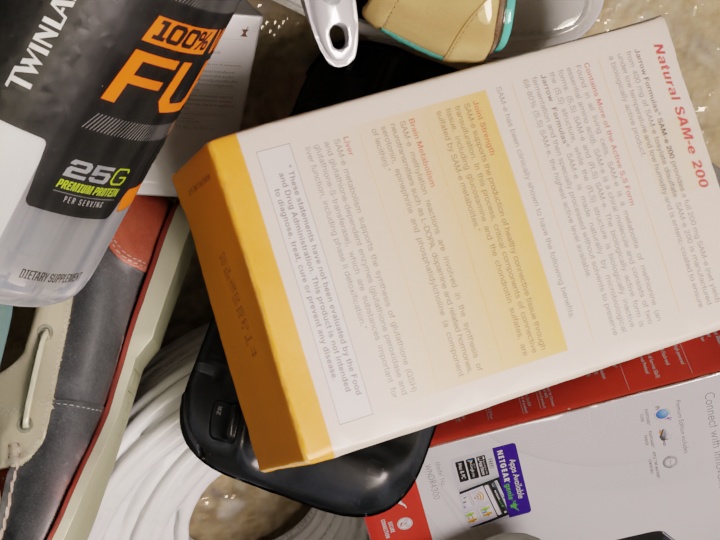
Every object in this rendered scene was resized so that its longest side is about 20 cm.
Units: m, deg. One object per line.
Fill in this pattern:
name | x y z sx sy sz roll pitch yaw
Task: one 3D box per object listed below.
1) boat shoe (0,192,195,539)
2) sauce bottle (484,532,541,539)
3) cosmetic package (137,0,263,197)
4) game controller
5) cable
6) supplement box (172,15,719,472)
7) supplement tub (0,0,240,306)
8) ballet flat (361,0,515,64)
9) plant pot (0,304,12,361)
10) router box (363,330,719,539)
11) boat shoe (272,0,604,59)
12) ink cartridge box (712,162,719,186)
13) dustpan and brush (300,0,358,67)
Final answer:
boat shoe | -0.125 0.054 0.791 0.062 0.071 0.201 19 78 -1
sauce bottle | 0.087 0.201 0.848 0.066 0.066 0.201 -26 127 -11
cosmetic package | -0.144 -0.078 0.758 0.199 0.051 0.083 2 117 -26
game controller | 0.000 0.000 0.809 0.104 0.042 0.201 21 75 -3
cable | -0.045 0.110 0.896 0.199 0.069 0.201 13 111 -30
supplement box | 0.041 -0.010 0.756 0.199 0.073 0.127 -16 86 -19
supplement tub | -0.106 -0.100 0.657 0.122 0.123 0.201 20 108 -32
ballet flat | 0.040 -0.181 0.751 0.063 0.069 0.202 11 76 -6
plant pot | -0.229 0.076 0.723 0.199 0.200 0.197 14 102 -31
router box | 0.099 0.124 0.868 0.178 0.049 0.201 -15 124 3
boat shoe | 0.027 -0.125 0.806 0.199 0.066 0.072 13 109 -30
ink cartridge box | 0.154 0.035 0.923 0.068 0.115 0.201 -28 125 -9
dustpan and brush | -0.031 -0.177 0.722 0.139 0.057 0.202 -15 105 -16
